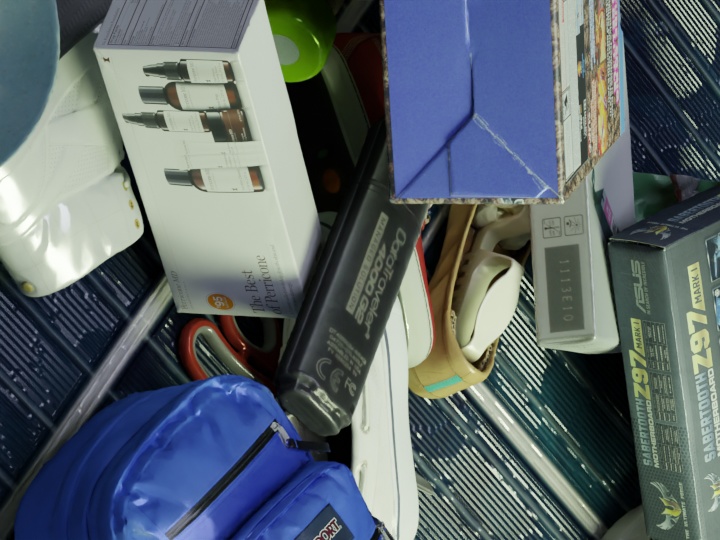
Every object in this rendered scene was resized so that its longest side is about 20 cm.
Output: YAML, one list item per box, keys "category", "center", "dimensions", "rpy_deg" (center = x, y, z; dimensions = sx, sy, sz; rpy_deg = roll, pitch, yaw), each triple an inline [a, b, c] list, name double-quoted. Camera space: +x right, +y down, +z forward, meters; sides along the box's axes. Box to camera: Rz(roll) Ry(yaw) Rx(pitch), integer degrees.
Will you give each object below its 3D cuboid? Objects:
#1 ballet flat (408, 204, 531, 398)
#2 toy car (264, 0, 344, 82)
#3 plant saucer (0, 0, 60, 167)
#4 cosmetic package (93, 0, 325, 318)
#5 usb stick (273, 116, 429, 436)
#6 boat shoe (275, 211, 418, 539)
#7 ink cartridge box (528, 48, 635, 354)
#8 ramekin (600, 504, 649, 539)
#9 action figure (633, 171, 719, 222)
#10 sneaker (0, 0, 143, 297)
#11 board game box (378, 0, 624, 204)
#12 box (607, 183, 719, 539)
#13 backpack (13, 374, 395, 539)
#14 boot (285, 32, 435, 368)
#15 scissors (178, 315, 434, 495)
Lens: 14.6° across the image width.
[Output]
- category: "ballet flat"
  center: [0.083, -0.011, 1.707]
  dimensions: [0.069, 0.063, 0.201]
  rpy_deg: [35, 62, -31]
- category: "toy car"
  center: [-0.074, -0.236, 1.578]
  dimensions: [0.199, 0.158, 0.165]
  rpy_deg: [27, 47, -8]
- category: "plant saucer"
  center: [-0.250, -0.125, 1.415]
  dimensions: [0.200, 0.039, 0.202]
  rpy_deg: [10, 68, -27]
- category: "cosmetic package"
  center: [-0.077, -0.058, 1.499]
  dimensions: [0.201, 0.082, 0.051]
  rpy_deg: [75, 26, -45]
- category: "usb stick"
  center: [0.000, 0.000, 1.549]
  dimensions: [0.055, 0.032, 0.201]
  rpy_deg: [46, 47, -32]
- category: "boat shoe"
  center: [-0.018, 0.069, 1.590]
  dimensions: [0.066, 0.072, 0.201]
  rpy_deg: [-12, 98, -48]
- category: "ink cartridge box"
  center: [0.149, -0.049, 1.739]
  dimensions: [0.173, 0.043, 0.201]
  rpy_deg: [9, 77, -65]
- category: "ramekin"
  center: [0.237, 0.241, 1.777]
  dimensions: [0.199, 0.105, 0.202]
  rpy_deg: [8, 78, -40]
- category: "action figure"
  center: [0.215, 0.041, 1.801]
  dimensions: [0.055, 0.117, 0.201]
  rpy_deg: [8, 88, -76]
- category: "sneaker"
  center: [-0.150, -0.077, 1.520]
  dimensions: [0.200, 0.073, 0.116]
  rpy_deg: [-57, 133, -35]
- category: "board game box"
  center: [0.081, -0.135, 1.549]
  dimensions: [0.200, 0.096, 0.161]
  rpy_deg: [-42, 131, -70]
- category: "box"
  center: [0.230, 0.052, 1.722]
  dimensions: [0.157, 0.051, 0.201]
  rpy_deg: [-25, 113, -39]
- category: "backpack"
  center: [-0.067, 0.154, 1.486]
  dimensions: [0.201, 0.167, 0.163]
  rpy_deg: [57, 46, -14]
- category: "boot"
  center: [0.036, -0.050, 1.670]
  dimensions: [0.144, 0.072, 0.201]
  rpy_deg: [-15, 90, -43]
- category: "scissors"
  center: [-0.031, 0.088, 1.628]
  dimensions: [0.200, 0.014, 0.073]
  rpy_deg: [50, 53, -25]
